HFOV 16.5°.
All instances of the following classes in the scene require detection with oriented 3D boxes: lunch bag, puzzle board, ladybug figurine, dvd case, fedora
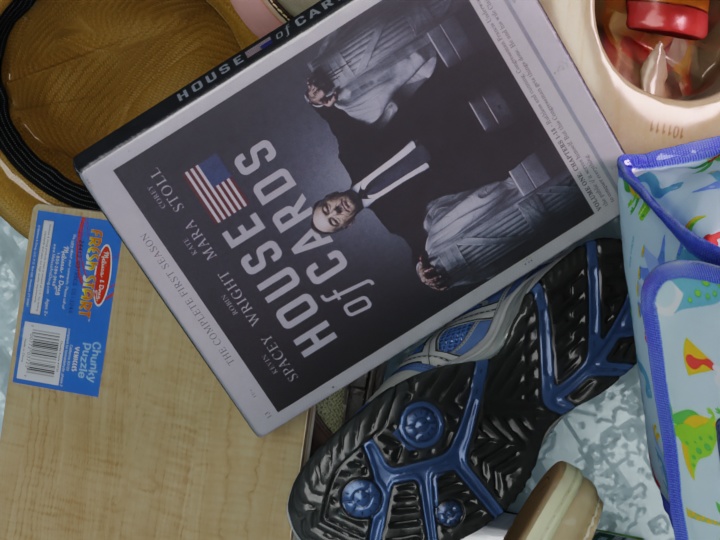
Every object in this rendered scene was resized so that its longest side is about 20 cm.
[{"bbox_3d":[0.179,0.051,0.998,0.127,0.200,0.170,-14,114,-7],"label":"lunch bag"},{"bbox_3d":[-0.093,0.077,1.127,0.151,0.017,0.200,8,89,21],"label":"puzzle board"},{"bbox_3d":[0.131,-0.136,1.122,0.136,0.072,0.200,12,85,-17],"label":"ladybug figurine"},{"bbox_3d":[0.002,-0.039,1.051,0.200,0.025,0.150,-32,114,1],"label":"dvd case"},{"bbox_3d":[-0.099,-0.093,1.161,0.200,0.082,0.201,7,111,20],"label":"fedora"}]

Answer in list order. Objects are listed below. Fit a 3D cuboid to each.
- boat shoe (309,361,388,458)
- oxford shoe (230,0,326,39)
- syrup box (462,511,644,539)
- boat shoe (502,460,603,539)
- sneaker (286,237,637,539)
[{"bbox_3d":[0.000,0.000,1.164,0.065,0.073,0.200,18,84,-14],"label":"boat shoe"},{"bbox_3d":[0.031,-0.103,1.095,0.074,0.200,0.071,-18,61,38],"label":"oxford shoe"},{"bbox_3d":[0.025,0.146,1.145,0.200,0.079,0.082,11,91,11],"label":"syrup box"},{"bbox_3d":[0.071,0.179,1.064,0.063,0.073,0.200,19,104,5],"label":"boat shoe"},{"bbox_3d":[0.050,0.063,1.115,0.200,0.077,0.076,-35,96,-16],"label":"sneaker"}]
